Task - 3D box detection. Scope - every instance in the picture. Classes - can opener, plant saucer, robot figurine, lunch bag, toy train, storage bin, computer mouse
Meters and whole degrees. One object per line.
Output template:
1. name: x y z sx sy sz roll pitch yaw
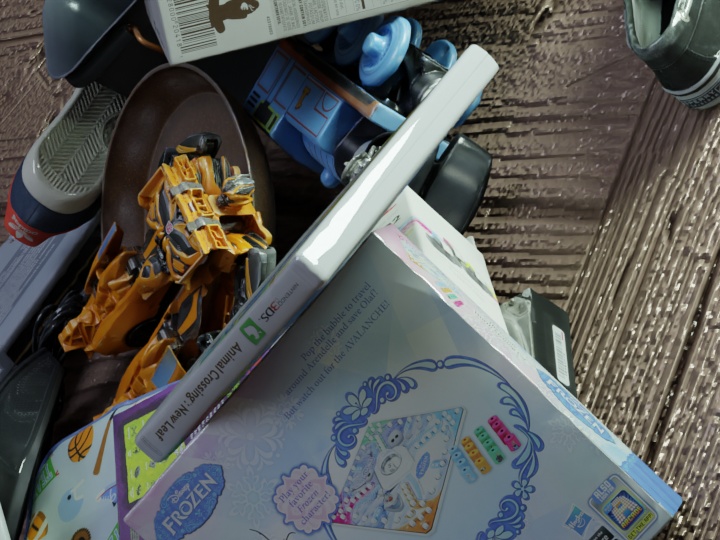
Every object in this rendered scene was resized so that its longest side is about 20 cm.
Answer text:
1. can opener: 0.000 0.000 1.484 0.201 0.078 0.063 -58 -4 23
2. plant saucer: -0.108 -0.033 1.653 0.200 0.034 0.202 0 90 57
3. robot figurine: -0.118 0.012 1.588 0.200 0.058 0.146 -58 49 40
4. lunch bag: -0.130 0.160 1.542 0.199 0.075 0.161 -31 42 37
5. toy train: 0.003 -0.104 1.573 0.115 0.086 0.200 -60 27 7
6. storage bin: -0.102 -0.186 1.748 0.200 0.134 0.146 -45 33 23
7. computer mouse: -0.230 0.111 1.660 0.200 0.052 0.139 -80 7 -59

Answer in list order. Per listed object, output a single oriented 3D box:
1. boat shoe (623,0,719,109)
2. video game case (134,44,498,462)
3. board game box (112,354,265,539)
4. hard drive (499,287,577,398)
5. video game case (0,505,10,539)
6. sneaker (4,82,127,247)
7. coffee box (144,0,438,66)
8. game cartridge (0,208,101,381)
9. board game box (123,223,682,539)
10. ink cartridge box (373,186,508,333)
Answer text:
1. boat shoe: 0.170 -0.179 1.410 0.073 0.068 0.200 -29 41 39
2. video game case: -0.022 -0.009 1.292 0.182 0.022 0.200 -47 3 45
3. board game box: -0.081 0.146 1.415 0.120 0.032 0.201 -30 49 30
4. hard drive: 0.035 0.115 1.376 0.200 0.038 0.140 -38 36 33
5. video game case: -0.239 0.193 1.561 0.182 0.023 0.201 -47 58 62
6. sneaker: -0.190 -0.086 1.804 0.085 0.075 0.200 -50 -2 41
7. coffee box: -0.033 -0.195 1.530 0.199 0.080 0.114 -15 23 -7
8. game cartridge: -0.245 0.025 1.824 0.133 0.041 0.201 -6 44 50
9. board game box: 0.019 0.118 1.257 0.200 0.199 0.043 -48 -6 15
10. ink cartridge box: 0.012 0.030 1.381 0.115 0.068 0.200 -44 16 11
